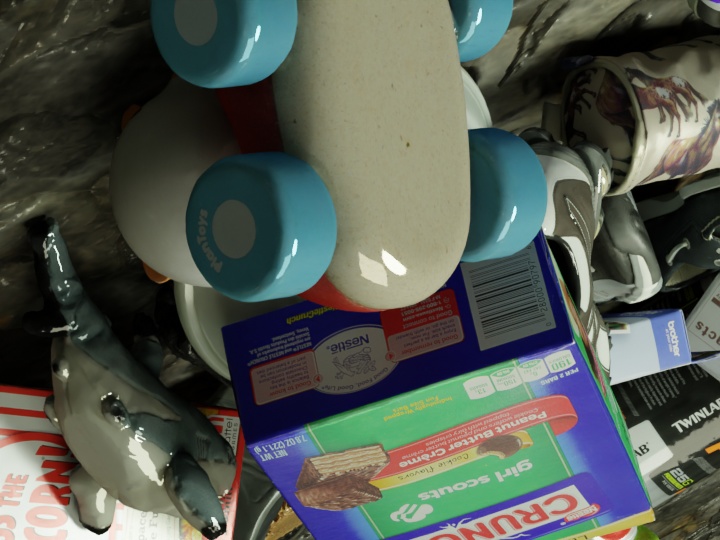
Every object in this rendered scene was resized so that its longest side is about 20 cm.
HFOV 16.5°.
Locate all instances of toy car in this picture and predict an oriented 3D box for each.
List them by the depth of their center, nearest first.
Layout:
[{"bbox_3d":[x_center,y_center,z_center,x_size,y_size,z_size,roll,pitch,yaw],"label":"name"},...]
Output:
[{"bbox_3d":[-0.053,-0.062,1.125,0.200,0.177,0.184,-9,-179,40],"label":"toy car"}]

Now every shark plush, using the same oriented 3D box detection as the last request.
[{"bbox_3d":[-0.129,0.058,1.288,0.091,0.200,0.083,-14,-148,41],"label":"shark plush"}]

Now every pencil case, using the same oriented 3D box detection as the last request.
[{"bbox_3d":[0.201,-0.097,1.378,0.200,0.089,0.078,-14,122,-30],"label":"pencil case"}]

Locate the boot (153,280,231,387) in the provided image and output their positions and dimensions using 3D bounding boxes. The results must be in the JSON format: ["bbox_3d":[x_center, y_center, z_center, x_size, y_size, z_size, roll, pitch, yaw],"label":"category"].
[{"bbox_3d":[0.001,0.002,1.367,0.211,0.079,0.158,-41,144,-1],"label":"boot"}]

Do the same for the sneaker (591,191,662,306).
[{"bbox_3d":[0.111,0.003,1.472,0.115,0.075,0.200,-21,169,-1],"label":"sneaker"}]

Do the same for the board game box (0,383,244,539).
[{"bbox_3d":[-0.164,0.139,1.336,0.200,0.152,0.046,8,178,-34],"label":"board game box"}]

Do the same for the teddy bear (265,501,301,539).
[{"bbox_3d":[0.001,0.105,1.620,0.200,0.067,0.145,-30,163,-14],"label":"teddy bear"}]

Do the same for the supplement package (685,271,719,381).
[{"bbox_3d":[0.311,0.004,1.572,0.200,0.117,0.117,-56,156,8],"label":"supplement package"}]

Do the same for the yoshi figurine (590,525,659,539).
[{"bbox_3d":[0.116,0.151,1.624,0.112,0.112,0.200,-28,130,-5],"label":"yoshi figurine"}]

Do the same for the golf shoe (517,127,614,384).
[{"bbox_3d":[0.090,0.027,1.325,0.078,0.095,0.200,6,122,17],"label":"golf shoe"}]

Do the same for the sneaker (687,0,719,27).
[{"bbox_3d":[0.276,-0.159,1.288,0.200,0.106,0.075,-28,158,2],"label":"sneaker"}]

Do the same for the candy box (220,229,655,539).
[{"bbox_3d":[0.043,0.079,1.255,0.169,0.077,0.200,-18,147,9],"label":"candy box"}]

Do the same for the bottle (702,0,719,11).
[{"bbox_3d":[0.161,-0.179,1.171,0.083,0.065,0.200,-30,157,9],"label":"bottle"}]

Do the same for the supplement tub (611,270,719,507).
[{"bbox_3d":[0.233,0.076,1.724,0.200,0.123,0.123,-33,157,13],"label":"supplement tub"}]

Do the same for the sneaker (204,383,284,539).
[{"bbox_3d":[-0.086,0.142,1.512,0.076,0.200,0.114,22,168,-11],"label":"sneaker"}]

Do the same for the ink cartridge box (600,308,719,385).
[{"bbox_3d":[0.111,0.056,1.506,0.200,0.042,0.119,-10,-179,-29],"label":"ink cartridge box"}]

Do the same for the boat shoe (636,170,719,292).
[{"bbox_3d":[0.219,-0.028,1.482,0.075,0.060,0.200,-15,176,-11],"label":"boat shoe"}]

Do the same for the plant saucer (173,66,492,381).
[{"bbox_3d":[0.000,-0.017,1.254,0.200,0.050,0.200,-23,132,-28],"label":"plant saucer"}]
